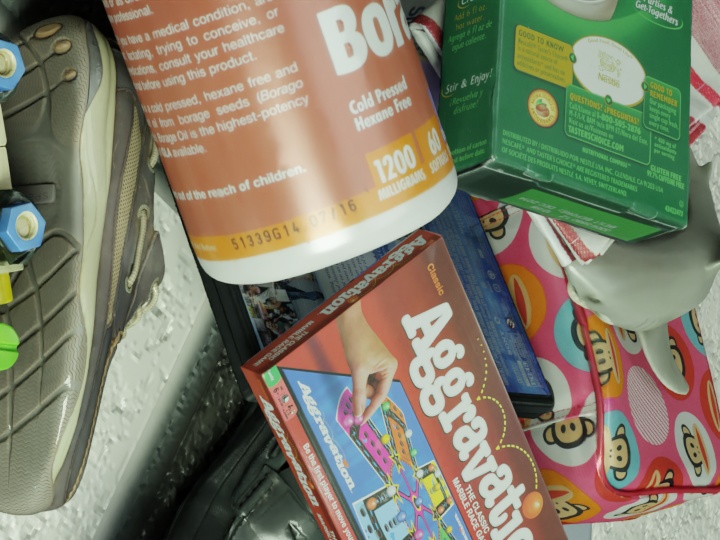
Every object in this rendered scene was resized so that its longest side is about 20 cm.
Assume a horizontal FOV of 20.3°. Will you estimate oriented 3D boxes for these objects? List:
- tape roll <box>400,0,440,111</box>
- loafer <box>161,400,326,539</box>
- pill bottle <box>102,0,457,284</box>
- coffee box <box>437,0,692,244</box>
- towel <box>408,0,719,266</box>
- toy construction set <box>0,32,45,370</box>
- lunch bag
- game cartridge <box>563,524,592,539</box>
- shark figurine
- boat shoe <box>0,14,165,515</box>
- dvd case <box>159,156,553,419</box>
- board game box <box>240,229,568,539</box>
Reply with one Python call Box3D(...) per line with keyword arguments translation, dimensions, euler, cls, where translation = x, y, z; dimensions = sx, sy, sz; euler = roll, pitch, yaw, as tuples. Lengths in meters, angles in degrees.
Box3D(translation=(0.003, -0.163, 0.938), dimensions=(0.200, 0.085, 0.201), euler=(-2, 92, -51), cls="tape roll")
Box3D(translation=(-0.034, 0.106, 0.914), dimensions=(0.068, 0.070, 0.201), euler=(53, 53, -40), cls="loafer")
Box3D(translation=(-0.042, -0.105, 0.792), dimensions=(0.112, 0.112, 0.200), euler=(-33, 109, -45), cls="pill bottle")
Box3D(translation=(0.096, -0.122, 0.910), dimensions=(0.123, 0.044, 0.201), euler=(15, 70, -35), cls="coffee box")
Box3D(translation=(0.116, -0.111, 0.967), dimensions=(0.144, 0.023, 0.200), euler=(55, 50, -13), cls="towel")
Box3D(translation=(-0.175, -0.032, 0.725), dimensions=(0.131, 0.092, 0.201), euler=(-14, 113, -50), cls="toy construction set")
Box3D(translation=(0.129, 0.033, 1.072), dimensions=(0.176, 0.082, 0.200), euler=(6, 68, -52), cls="lunch bag")
Box3D(translation=(0.062, 0.133, 1.065), dimensions=(0.200, 0.041, 0.133), euler=(6, 83, -51), cls="game cartridge")
Box3D(translation=(0.174, -0.030, 1.030), dimensions=(0.128, 0.089, 0.215), euler=(52, 36, -23), cls="shark figurine")
Box3D(translation=(-0.111, 0.000, 0.811), dimensions=(0.073, 0.074, 0.201), euler=(13, 83, -50), cls="boat shoe")
Box3D(translation=(0.000, 0.000, 0.925), dimensions=(0.200, 0.018, 0.143), euler=(8, 54, -47), cls="dvd case")
Box3D(translation=(0.029, 0.093, 0.870), dimensions=(0.103, 0.019, 0.200), euler=(-38, 121, -25), cls="board game box")
